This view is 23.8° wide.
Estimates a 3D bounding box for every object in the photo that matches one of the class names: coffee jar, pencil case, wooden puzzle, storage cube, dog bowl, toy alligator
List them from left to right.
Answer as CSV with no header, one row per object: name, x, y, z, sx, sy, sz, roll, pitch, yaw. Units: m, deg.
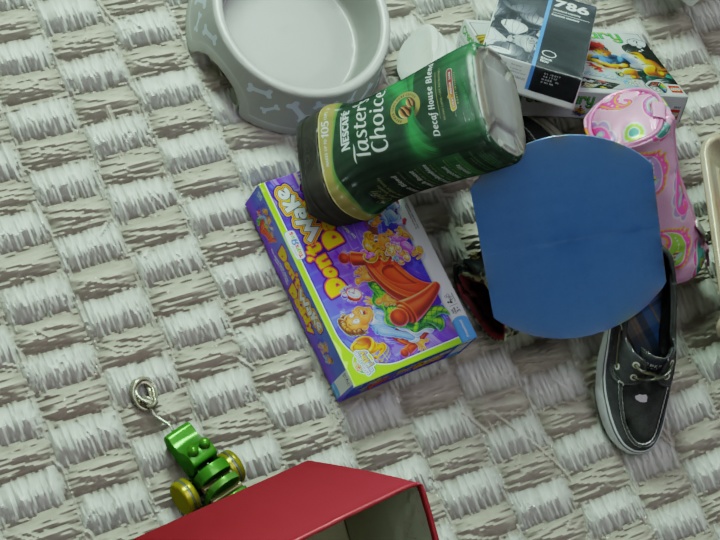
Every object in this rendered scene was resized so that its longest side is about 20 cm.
toy alligator,-0.127,0.165,1.406,0.059,0.054,0.201,-31,82,-30
dog bowl,-0.061,-0.229,1.597,0.198,0.059,0.202,8,66,-18
storage cube,-0.043,0.261,1.300,0.199,0.179,0.173,-22,101,-28
coffee jar,0.037,-0.112,1.461,0.085,0.199,0.105,23,53,-52
pencil case,0.269,-0.073,1.592,0.088,0.087,0.201,-55,137,-30
wooden puzzle,0.395,-0.014,1.649,0.185,0.046,0.202,26,58,-46

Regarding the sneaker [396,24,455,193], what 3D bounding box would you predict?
sneaker,0.083,-0.142,1.595,0.088,0.075,0.201,32,42,-28

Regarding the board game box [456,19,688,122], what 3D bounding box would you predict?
board game box,0.206,-0.194,1.670,0.198,0.035,0.127,1,37,-22

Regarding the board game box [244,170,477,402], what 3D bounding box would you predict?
board game box,0.000,0.000,1.532,0.134,0.045,0.201,-20,77,-27

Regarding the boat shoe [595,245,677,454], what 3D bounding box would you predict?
boat shoe,0.260,0.070,1.555,0.069,0.066,0.202,4,93,-15

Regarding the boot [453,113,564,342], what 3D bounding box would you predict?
boot,0.148,-0.042,1.595,0.153,0.074,0.205,-22,77,-25

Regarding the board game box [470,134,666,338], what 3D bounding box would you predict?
board game box,0.183,-0.036,1.503,0.156,0.202,0.039,-10,29,6

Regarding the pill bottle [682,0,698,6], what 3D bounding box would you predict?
pill bottle,0.292,-0.371,1.762,0.199,0.120,0.120,39,60,-3

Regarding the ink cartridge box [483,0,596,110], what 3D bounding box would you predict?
ink cartridge box,0.171,-0.225,1.635,0.098,0.039,0.201,16,33,2
